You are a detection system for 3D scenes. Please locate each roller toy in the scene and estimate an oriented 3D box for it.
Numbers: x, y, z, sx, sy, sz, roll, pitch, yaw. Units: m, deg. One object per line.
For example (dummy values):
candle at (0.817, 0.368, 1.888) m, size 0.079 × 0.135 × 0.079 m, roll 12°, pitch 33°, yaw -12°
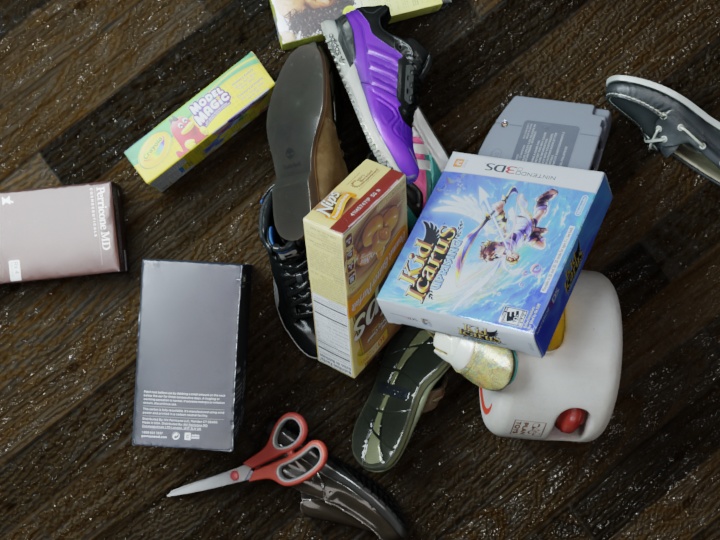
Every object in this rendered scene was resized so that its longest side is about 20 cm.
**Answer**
roller toy at (0.195, 0.090, 1.281) m, size 0.137 × 0.200 × 0.186 m, roll 4°, pitch 103°, yaw -3°

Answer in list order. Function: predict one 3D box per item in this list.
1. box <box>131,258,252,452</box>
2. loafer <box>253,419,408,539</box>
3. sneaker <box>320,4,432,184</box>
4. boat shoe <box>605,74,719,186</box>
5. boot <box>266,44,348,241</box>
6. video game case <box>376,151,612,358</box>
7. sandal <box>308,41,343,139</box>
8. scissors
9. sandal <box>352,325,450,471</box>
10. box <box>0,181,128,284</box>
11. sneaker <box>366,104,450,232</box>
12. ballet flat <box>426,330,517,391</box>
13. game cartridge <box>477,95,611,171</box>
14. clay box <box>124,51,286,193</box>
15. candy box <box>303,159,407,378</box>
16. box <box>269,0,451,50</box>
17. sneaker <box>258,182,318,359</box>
box at (-0.172, 0.082, 1.254) m, size 0.102 × 0.200 × 0.186 m, roll 4°, pitch 89°, yaw -3°
loafer at (-0.035, 0.248, 1.332) m, size 0.199 × 0.073 × 0.072 m, roll 35°, pitch 92°, yaw 7°
sneaker at (0.036, -0.194, 1.259) m, size 0.098 × 0.070 × 0.203 m, roll -24°, pitch 79°, yaw 3°
boat shoe at (0.359, -0.154, 1.346) m, size 0.198 × 0.076 × 0.061 m, roll 26°, pitch 83°, yaw -2°
boot at (-0.049, -0.130, 1.242) m, size 0.073 × 0.075 × 0.204 m, roll -1°, pitch 87°, yaw 40°
video game case at (0.136, -0.023, 1.210) m, size 0.179 × 0.046 × 0.202 m, roll 11°, pitch 59°, yaw 33°
sandal at (-0.052, -0.153, 1.325) m, size 0.056 × 0.080 × 0.205 m, roll -1°, pitch 91°, yaw 11°
scissors at (-0.125, 0.228, 1.308) m, size 0.199 × 0.014 × 0.074 m, roll -34°, pitch 77°, yaw 14°
sandal at (0.056, 0.133, 1.332) m, size 0.079 × 0.057 × 0.203 m, roll 23°, pitch 76°, yaw 37°
box at (-0.360, -0.037, 1.307) m, size 0.196 × 0.075 × 0.102 m, roll -7°, pitch 90°, yaw -5°
sneaker at (0.021, -0.125, 1.327) m, size 0.120 × 0.084 × 0.202 m, roll -34°, pitch 93°, yaw -12°
ballet flat at (0.097, 0.063, 1.240) m, size 0.069 × 0.200 × 0.072 m, roll -7°, pitch 117°, yaw -14°
game cartridge at (0.186, -0.098, 1.305) m, size 0.131 × 0.041 × 0.202 m, roll 13°, pitch 65°, yaw 22°
clay box at (-0.159, -0.167, 1.296) m, size 0.199 × 0.115 × 0.048 m, roll -40°, pitch 91°, yaw -3°
candy box at (0.000, 0.000, 1.255) m, size 0.055 × 0.202 × 0.115 m, roll 23°, pitch 48°, yaw 28°
box at (-0.002, -0.308, 1.338) m, size 0.197 × 0.050 × 0.077 m, roll -16°, pitch 91°, yaw -4°
sneaker at (-0.073, 0.002, 1.300) m, size 0.072 × 0.112 × 0.204 m, roll -14°, pitch 89°, yaw 6°
